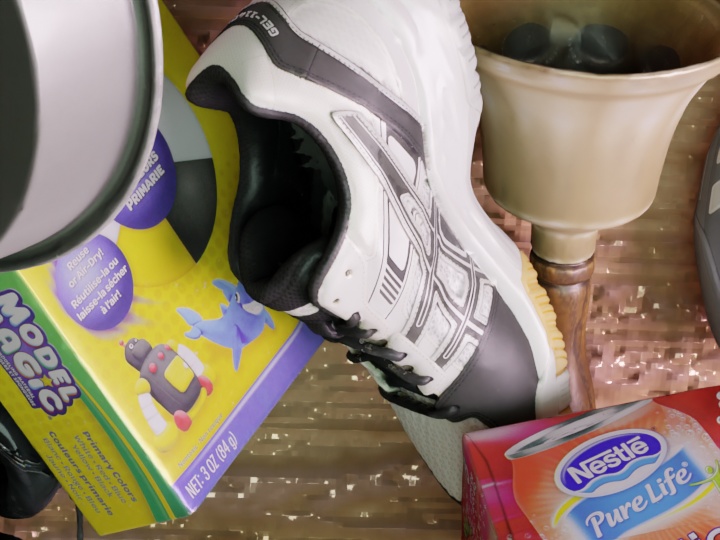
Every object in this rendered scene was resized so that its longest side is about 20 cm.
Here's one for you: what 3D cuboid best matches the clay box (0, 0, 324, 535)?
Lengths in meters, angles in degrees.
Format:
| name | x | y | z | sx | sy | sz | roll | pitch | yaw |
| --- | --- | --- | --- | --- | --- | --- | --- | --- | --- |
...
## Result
| name | x | y | z | sx | sy | sz | roll | pitch | yaw |
| --- | --- | --- | --- | --- | --- | --- | --- | --- | --- |
| clay box | -0.092 | -0.033 | 0.907 | 0.048 | 0.115 | 0.200 | -15 | 117 | 41 |

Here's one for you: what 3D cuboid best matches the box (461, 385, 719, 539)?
| name | x | y | z | sx | sy | sz | roll | pitch | yaw |
| --- | --- | --- | --- | --- | --- | --- | --- | --- | --- |
| box | 0.089 | 0.137 | 0.956 | 0.100 | 0.095 | 0.200 | -11 | 139 | -7 |

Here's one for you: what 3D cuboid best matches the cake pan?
| name | x | y | z | sx | sy | sz | roll | pitch | yaw |
| --- | --- | --- | --- | --- | --- | --- | --- | --- | --- |
| cake pan | -0.144 | -0.078 | 0.793 | 0.200 | 0.037 | 0.200 | 19 | 130 | 25 |

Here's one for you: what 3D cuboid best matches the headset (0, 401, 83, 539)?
| name | x | y | z | sx | sy | sz | roll | pitch | yaw |
| --- | --- | --- | --- | --- | --- | --- | --- | --- | --- |
| headset | -0.114 | 0.074 | 0.933 | 0.200 | 0.094 | 0.124 | 34 | 71 | -44 |

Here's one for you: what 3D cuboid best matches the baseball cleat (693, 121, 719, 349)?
| name | x | y | z | sx | sy | sz | roll | pitch | yaw |
| --- | --- | --- | --- | --- | --- | --- | --- | --- | --- |
| baseball cleat | 0.150 | -0.053 | 0.947 | 0.070 | 0.106 | 0.200 | 10 | 100 | 1 |

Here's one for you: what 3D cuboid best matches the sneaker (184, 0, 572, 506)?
| name | x | y | z | sx | sy | sz | roll | pitch | yaw |
| --- | --- | --- | --- | --- | --- | --- | --- | --- | --- |
| sneaker | 0.000 | 0.000 | 0.916 | 0.088 | 0.076 | 0.200 | -37 | 120 | -32 |

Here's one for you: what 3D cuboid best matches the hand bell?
| name | x | y | z | sx | sy | sz | roll | pitch | yaw |
| --- | --- | --- | --- | --- | --- | --- | --- | --- | --- |
| hand bell | 0.066 | 0.003 | 0.974 | 0.104 | 0.104 | 0.200 | -2 | 120 | -9 |
